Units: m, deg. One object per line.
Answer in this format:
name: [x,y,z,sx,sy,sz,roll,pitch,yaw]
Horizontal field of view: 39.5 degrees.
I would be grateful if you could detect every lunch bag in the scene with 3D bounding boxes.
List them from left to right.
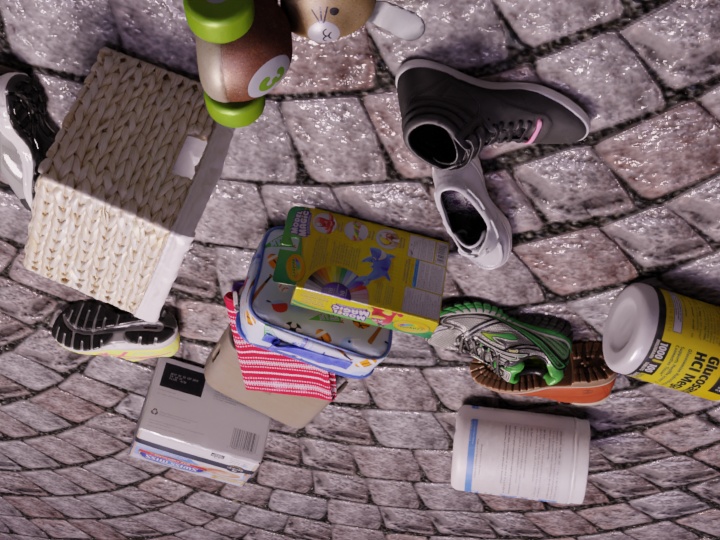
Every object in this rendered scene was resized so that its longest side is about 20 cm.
lunch bag: [-0.055,0.043,1.225,0.199,0.161,0.076,19,146,-14]

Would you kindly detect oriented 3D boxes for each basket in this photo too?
basket: [-0.239,-0.087,1.054,0.160,0.199,0.200,22,146,-9]

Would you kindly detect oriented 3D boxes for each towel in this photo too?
towel: [-0.109,0.109,1.398,0.144,0.023,0.201,6,134,12]

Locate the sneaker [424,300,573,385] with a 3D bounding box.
sneaker: [0.179,0.097,1.309,0.199,0.086,0.078,9,147,3]

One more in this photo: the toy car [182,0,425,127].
toy car: [-0.040,-0.222,0.852,0.199,0.159,0.164,-2,159,-2]

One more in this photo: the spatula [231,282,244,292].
spatula: [-0.080,0.050,1.369,0.199,0.021,0.057,8,139,2]

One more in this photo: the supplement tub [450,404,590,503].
supplement tub: [0.241,0.279,1.523,0.199,0.133,0.132,6,147,9]

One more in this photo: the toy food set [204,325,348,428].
toy food set: [-0.133,0.161,1.529,0.199,0.061,0.144,28,144,-10]

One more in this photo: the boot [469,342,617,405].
boot: [0.254,0.152,1.387,0.199,0.075,0.107,0,150,14]

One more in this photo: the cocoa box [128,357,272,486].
cocoa box: [-0.253,0.245,1.607,0.199,0.134,0.131,18,147,-11]

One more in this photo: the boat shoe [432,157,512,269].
boat shoe: [0.125,-0.052,1.116,0.072,0.069,0.200,0,145,16]

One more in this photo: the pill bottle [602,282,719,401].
pill bottle: [0.406,0.094,1.215,0.199,0.113,0.113,16,146,-9]

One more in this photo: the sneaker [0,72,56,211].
sneaker: [-0.389,-0.146,1.128,0.079,0.074,0.201,14,142,12]

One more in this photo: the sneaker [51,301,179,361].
sneaker: [-0.357,0.101,1.477,0.199,0.079,0.090,5,153,12]

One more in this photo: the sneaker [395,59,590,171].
sneaker: [0.125,-0.132,0.968,0.199,0.100,0.071,13,145,-7]

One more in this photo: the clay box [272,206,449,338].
clay box: [0.000,0.000,1.187,0.199,0.115,0.048,14,148,-4]
